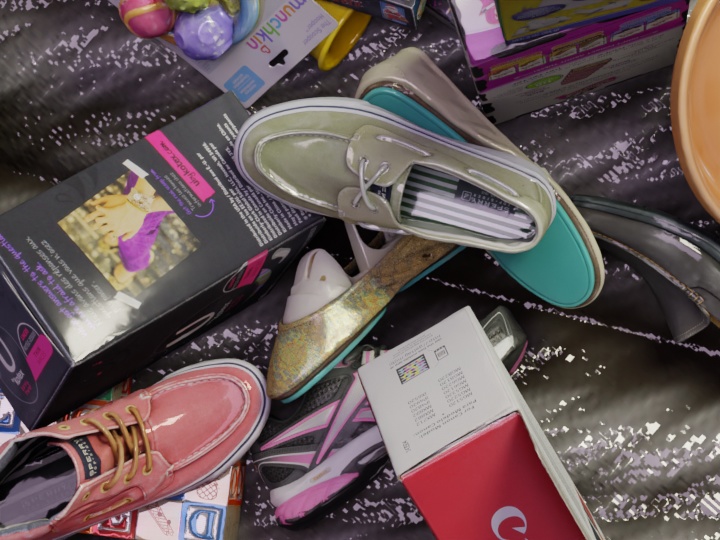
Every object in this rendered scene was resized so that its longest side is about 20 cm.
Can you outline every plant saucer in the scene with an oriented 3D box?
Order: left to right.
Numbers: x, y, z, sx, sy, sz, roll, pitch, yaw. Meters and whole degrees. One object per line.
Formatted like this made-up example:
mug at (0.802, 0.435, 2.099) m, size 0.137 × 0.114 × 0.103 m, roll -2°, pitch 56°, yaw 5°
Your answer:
plant saucer at (0.268, -0.113, 1.364) m, size 0.199 × 0.037 × 0.202 m, roll -6°, pitch 102°, yaw -28°

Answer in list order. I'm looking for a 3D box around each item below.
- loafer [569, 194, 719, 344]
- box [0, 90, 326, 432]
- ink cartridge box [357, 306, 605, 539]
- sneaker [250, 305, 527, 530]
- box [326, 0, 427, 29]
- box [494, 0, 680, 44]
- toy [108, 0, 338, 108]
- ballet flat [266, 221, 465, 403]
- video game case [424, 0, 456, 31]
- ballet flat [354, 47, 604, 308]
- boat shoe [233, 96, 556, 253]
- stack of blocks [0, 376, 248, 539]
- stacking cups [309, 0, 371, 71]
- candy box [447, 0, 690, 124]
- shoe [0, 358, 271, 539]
loafer at (0.213, 0.013, 1.389) m, size 0.199 × 0.073 × 0.073 m, roll 25°, pitch 93°, yaw 10°
box at (-0.140, -0.005, 1.367) m, size 0.199 × 0.122 × 0.106 m, roll -31°, pitch 80°, yaw -30°
ink cartridge box at (0.091, 0.152, 1.297) m, size 0.083 × 0.176 × 0.201 m, roll -29°, pitch 116°, yaw 4°
sneaker at (0.010, 0.077, 1.405) m, size 0.199 × 0.080 × 0.087 m, roll -34°, pitch 78°, yaw 1°
box at (-0.034, -0.251, 1.413) m, size 0.199 × 0.038 × 0.138 m, roll 19°, pitch 78°, yaw 10°
box at (0.122, -0.169, 1.148) m, size 0.116 × 0.200 × 0.049 m, roll -14°, pitch 82°, yaw 5°
toy at (-0.126, -0.180, 1.395) m, size 0.200 × 0.115 × 0.047 m, roll 41°, pitch 48°, yaw -13°
ballet flat at (0.000, 0.000, 1.391) m, size 0.200 × 0.071 × 0.071 m, roll -41°, pitch 81°, yaw -22°
video game case at (0.054, -0.285, 1.453) m, size 0.181 × 0.036 × 0.201 m, roll 34°, pitch 90°, yaw 10°
ballet flat at (0.081, -0.062, 1.378) m, size 0.200 × 0.069 × 0.069 m, roll 45°, pitch 91°, yaw -8°
boat shoe at (0.021, -0.057, 1.317) m, size 0.198 × 0.062 × 0.073 m, roll 11°, pitch 106°, yaw 2°
stack of blocks at (-0.174, 0.112, 1.433) m, size 0.198 × 0.059 × 0.116 m, roll 7°, pitch 86°, yaw 8°
stacking cups at (-0.082, -0.214, 1.456) m, size 0.200 × 0.061 × 0.061 m, roll 39°, pitch 90°, yaw 11°
candy box at (0.127, -0.153, 1.348) m, size 0.135 × 0.200 × 0.061 m, roll -18°, pitch 81°, yaw 4°
shoe at (-0.149, 0.114, 1.354) m, size 0.199 × 0.091 × 0.072 m, roll -27°, pitch 82°, yaw 4°
